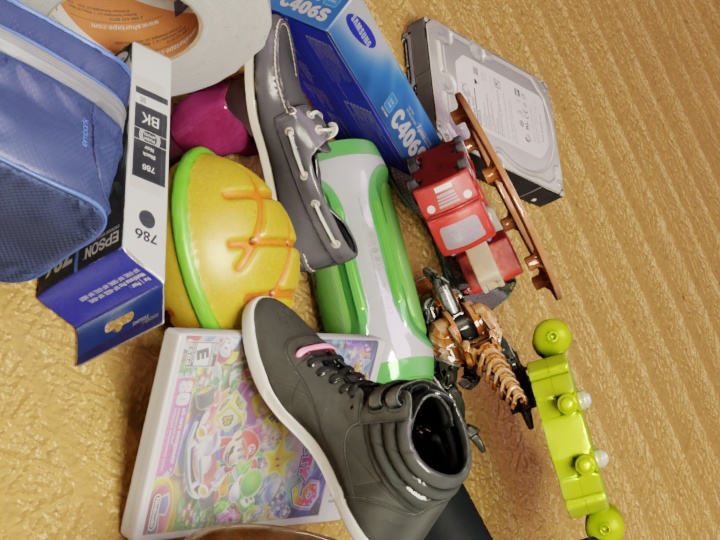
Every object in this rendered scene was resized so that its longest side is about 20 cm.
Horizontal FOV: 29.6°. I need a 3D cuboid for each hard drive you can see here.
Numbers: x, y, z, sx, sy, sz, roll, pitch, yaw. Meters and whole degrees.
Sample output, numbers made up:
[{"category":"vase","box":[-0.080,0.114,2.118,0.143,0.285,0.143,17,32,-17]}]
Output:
[{"category":"hard drive","box":[0.125,-0.156,1.362,0.200,0.038,0.140,19,56,-41]}]

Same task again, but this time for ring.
[{"category":"ring","box":[0.123,-0.062,1.182,0.201,0.019,0.200,63,4,-8]}]

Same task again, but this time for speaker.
[{"category":"speaker","box":[0.000,0.000,1.095,0.088,0.088,0.200,2,69,-49]}]

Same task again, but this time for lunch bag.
[{"category":"lunch bag","box":[-0.247,-0.097,0.821,0.200,0.136,0.133,28,51,-36]}]

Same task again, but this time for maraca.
[{"category":"maraca","box":[-0.092,0.008,0.974,0.137,0.107,0.200,-68,144,-58]}]

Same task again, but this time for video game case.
[{"category":"video game case","box":[-0.069,0.112,0.949,0.200,0.018,0.143,5,101,-48]}]

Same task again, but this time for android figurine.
[{"category":"android figurine","box":[0.167,0.128,1.074,0.200,0.041,0.182,40,35,-78]}]

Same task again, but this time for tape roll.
[{"category":"tape roll","box":[-0.161,-0.189,0.917,0.200,0.200,0.066,16,59,-44]}]

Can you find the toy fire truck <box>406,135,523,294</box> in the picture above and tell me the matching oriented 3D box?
[{"category":"toy fire truck","box":[0.087,-0.033,1.101,0.200,0.049,0.141,-84,149,-74]}]

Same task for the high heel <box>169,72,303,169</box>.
[{"category":"high heel","box":[-0.080,-0.127,1.061,0.067,0.096,0.200,58,39,-8]}]

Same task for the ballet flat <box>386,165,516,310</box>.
[{"category":"ballet flat","box":[0.085,-0.057,1.238,0.072,0.072,0.201,-34,97,-51]}]

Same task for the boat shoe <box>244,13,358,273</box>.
[{"category":"boat shoe","box":[-0.042,-0.097,1.025,0.073,0.063,0.200,-42,126,-70]}]

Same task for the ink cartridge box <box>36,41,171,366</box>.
[{"category":"ink cartridge box","box":[-0.171,-0.045,0.911,0.039,0.099,0.200,21,54,-41]}]

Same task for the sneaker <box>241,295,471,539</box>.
[{"category":"sneaker","box":[0.002,0.079,0.870,0.071,0.099,0.200,-8,59,-49]}]

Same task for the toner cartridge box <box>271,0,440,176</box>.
[{"category":"toner cartridge box","box":[-0.011,-0.160,1.100,0.043,0.095,0.200,-54,146,-13]}]

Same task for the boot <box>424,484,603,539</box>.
[{"category":"boot","box":[0.121,0.225,1.049,0.076,0.168,0.200,4,67,-48]}]

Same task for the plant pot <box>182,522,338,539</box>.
[{"category":"plant pot","box":[-0.048,0.281,0.799,0.187,0.187,0.200,7,106,-47]}]

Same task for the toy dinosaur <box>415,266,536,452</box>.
[{"category":"toy dinosaur","box":[0.083,0.070,1.114,0.200,0.102,0.136,-83,157,-65]}]
